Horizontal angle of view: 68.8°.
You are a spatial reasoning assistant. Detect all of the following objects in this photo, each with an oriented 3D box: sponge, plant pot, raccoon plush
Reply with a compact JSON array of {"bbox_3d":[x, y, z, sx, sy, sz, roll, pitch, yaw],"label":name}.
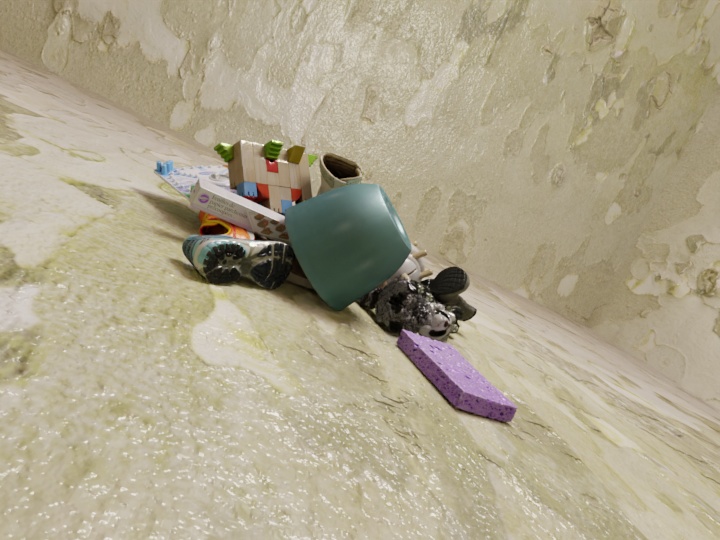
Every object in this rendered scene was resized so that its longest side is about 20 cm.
[{"bbox_3d":[0.143,0.159,0.816,0.111,0.030,0.200,21,10,-27],"label":"sponge"},{"bbox_3d":[-0.009,-0.056,0.902,0.201,0.161,0.201,58,13,-21],"label":"plant pot"},{"bbox_3d":[0.093,0.070,1.004,0.134,0.097,0.200,30,6,-31],"label":"raccoon plush"}]

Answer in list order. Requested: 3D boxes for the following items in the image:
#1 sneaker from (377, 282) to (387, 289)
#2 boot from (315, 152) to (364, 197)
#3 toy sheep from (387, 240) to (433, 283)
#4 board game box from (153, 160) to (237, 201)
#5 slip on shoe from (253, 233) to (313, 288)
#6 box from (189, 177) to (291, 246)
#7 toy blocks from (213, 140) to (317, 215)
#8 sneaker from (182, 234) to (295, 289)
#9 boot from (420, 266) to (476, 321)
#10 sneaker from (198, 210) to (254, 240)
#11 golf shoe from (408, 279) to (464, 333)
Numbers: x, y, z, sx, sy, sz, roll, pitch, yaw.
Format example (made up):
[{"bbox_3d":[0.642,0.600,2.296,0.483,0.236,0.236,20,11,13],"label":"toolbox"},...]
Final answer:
[{"bbox_3d":[0.000,0.000,1.179,0.200,0.070,0.109,50,-5,26],"label":"sneaker"},{"bbox_3d":[-0.010,-0.123,1.017,0.200,0.072,0.155,41,-30,18],"label":"boot"},{"bbox_3d":[0.089,-0.008,1.216,0.137,0.138,0.200,24,7,-11],"label":"toy sheep"},{"bbox_3d":[-0.281,-0.187,1.057,0.199,0.026,0.200,-13,33,-39],"label":"board game box"},{"bbox_3d":[-0.143,-0.029,0.974,0.200,0.061,0.076,28,9,14],"label":"slip on shoe"},{"bbox_3d":[-0.191,-0.095,0.904,0.200,0.039,0.041,23,20,-32],"label":"box"},{"bbox_3d":[-0.165,-0.156,0.977,0.200,0.137,0.100,1,-11,-44],"label":"toy blocks"},{"bbox_3d":[-0.182,-0.026,0.810,0.086,0.078,0.200,28,8,32],"label":"sneaker"},{"bbox_3d":[0.214,0.061,1.178,0.130,0.068,0.200,32,-23,-15],"label":"boot"},{"bbox_3d":[-0.254,-0.082,0.935,0.077,0.073,0.200,14,13,-38],"label":"sneaker"},{"bbox_3d":[0.125,0.079,1.113,0.200,0.077,0.088,31,-13,-31],"label":"golf shoe"}]
